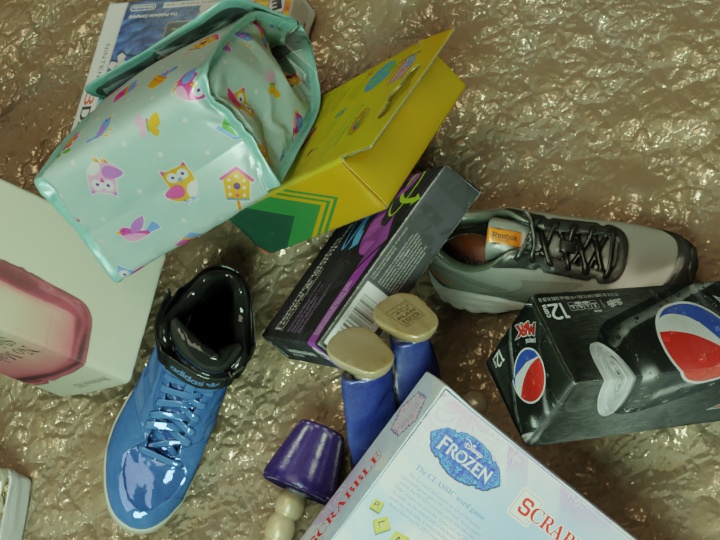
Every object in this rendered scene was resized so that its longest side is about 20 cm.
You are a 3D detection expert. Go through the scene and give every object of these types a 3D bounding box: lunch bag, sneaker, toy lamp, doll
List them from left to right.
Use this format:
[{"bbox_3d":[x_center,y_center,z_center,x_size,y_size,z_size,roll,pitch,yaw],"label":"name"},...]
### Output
[{"bbox_3d":[-0.133,0.089,0.962,0.076,0.111,0.202,24,71,-3],"label":"sneaker"},{"bbox_3d":[-0.127,-0.113,0.988,0.169,0.122,0.201,-26,25,25],"label":"lunch bag"},{"bbox_3d":[-0.064,0.202,0.917,0.058,0.058,0.202,15,76,30],"label":"toy lamp"},{"bbox_3d":[0.029,0.113,0.833,0.048,0.202,0.136,28,49,37],"label":"doll"},{"bbox_3d":[0.132,-0.006,0.913,0.198,0.079,0.075,2,65,24],"label":"sneaker"}]

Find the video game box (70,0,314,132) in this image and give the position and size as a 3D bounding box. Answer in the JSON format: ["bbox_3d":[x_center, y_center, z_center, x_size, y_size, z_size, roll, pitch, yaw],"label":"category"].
[{"bbox_3d":[-0.151,-0.150,1.137,0.198,0.047,0.184,1,69,26],"label":"video game box"}]

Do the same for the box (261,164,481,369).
[{"bbox_3d":[0.000,0.000,0.919,0.036,0.200,0.144,37,80,-10],"label":"box"}]

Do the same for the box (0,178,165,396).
[{"bbox_3d":[-0.271,0.009,1.003,0.127,0.199,0.110,-15,55,51],"label":"box"}]

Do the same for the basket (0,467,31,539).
[{"bbox_3d":[-0.378,0.206,1.020,0.198,0.123,0.137,-3,65,23],"label":"basket"}]

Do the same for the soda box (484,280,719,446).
[{"bbox_3d":[0.181,0.053,0.797,0.198,0.071,0.064,-4,53,-28],"label":"soda box"}]

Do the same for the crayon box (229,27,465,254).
[{"bbox_3d":[-0.005,-0.090,0.959,0.199,0.051,0.127,-18,33,55],"label":"crayon box"}]

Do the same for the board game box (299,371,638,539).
[{"bbox_3d":[0.056,0.198,0.765,0.200,0.199,0.041,-51,17,-2],"label":"board game box"}]
